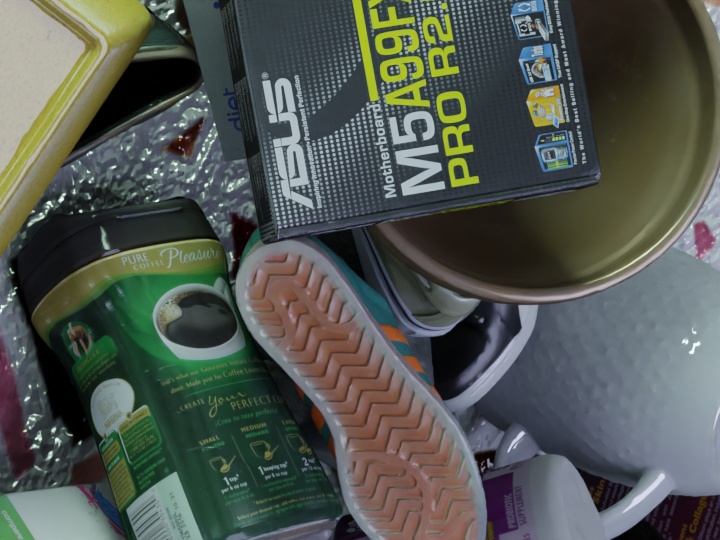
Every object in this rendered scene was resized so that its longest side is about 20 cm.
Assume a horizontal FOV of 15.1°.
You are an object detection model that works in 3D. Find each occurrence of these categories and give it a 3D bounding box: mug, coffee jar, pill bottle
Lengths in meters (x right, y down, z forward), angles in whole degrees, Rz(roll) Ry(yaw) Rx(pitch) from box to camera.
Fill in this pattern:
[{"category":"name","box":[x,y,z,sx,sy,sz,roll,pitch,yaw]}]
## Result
[{"category":"mug","box":[0.160,0.079,1.638,0.200,0.175,0.148,-51,136,-14]},{"category":"coffee jar","box":[-0.094,0.059,1.371,0.104,0.200,0.085,-9,158,-42]},{"category":"pill bottle","box":[0.038,0.183,1.550,0.200,0.112,0.112,-19,135,14]}]

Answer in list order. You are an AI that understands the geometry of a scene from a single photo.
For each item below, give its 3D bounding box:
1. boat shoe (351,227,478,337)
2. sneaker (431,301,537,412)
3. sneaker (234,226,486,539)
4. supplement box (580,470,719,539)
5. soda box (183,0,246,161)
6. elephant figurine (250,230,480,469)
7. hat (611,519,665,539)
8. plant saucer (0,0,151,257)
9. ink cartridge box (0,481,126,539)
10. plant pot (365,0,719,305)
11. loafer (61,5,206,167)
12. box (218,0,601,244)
[{"category":"boat shoe","box":[0.016,-0.064,1.421,0.072,0.062,0.200,-22,86,-35]},{"category":"sneaker","box":[0.062,-0.027,1.577,0.112,0.073,0.200,43,69,-43]},{"category":"sneaker","box":[0.005,0.059,1.378,0.071,0.080,0.200,-27,104,10]},{"category":"supplement box","box":[0.240,0.152,1.734,0.086,0.200,0.110,5,105,-47]},{"category":"soda box","box":[-0.052,-0.159,1.345,0.063,0.068,0.200,-53,132,-64]},{"category":"elephant figurine","box":[0.000,0.000,1.489,0.155,0.141,0.200,76,32,-70]},{"category":"hat","box":[0.097,0.211,1.636,0.201,0.201,0.081,-53,124,-13]},{"category":"plant saucer","box":[-0.210,-0.089,1.241,0.200,0.048,0.200,37,81,-28]},{"category":"ink cartridge box","box":[-0.151,0.186,1.409,0.200,0.084,0.145,-3,136,-45]},{"category":"plant pot","box":[0.074,-0.080,1.352,0.201,0.093,0.201,1,85,-11]},{"category":"loafer","box":[-0.163,-0.075,1.325,0.200,0.063,0.072,-33,131,-31]},{"category":"box","box":[0.016,-0.123,1.273,0.160,0.044,0.200,-9,88,-13]}]
